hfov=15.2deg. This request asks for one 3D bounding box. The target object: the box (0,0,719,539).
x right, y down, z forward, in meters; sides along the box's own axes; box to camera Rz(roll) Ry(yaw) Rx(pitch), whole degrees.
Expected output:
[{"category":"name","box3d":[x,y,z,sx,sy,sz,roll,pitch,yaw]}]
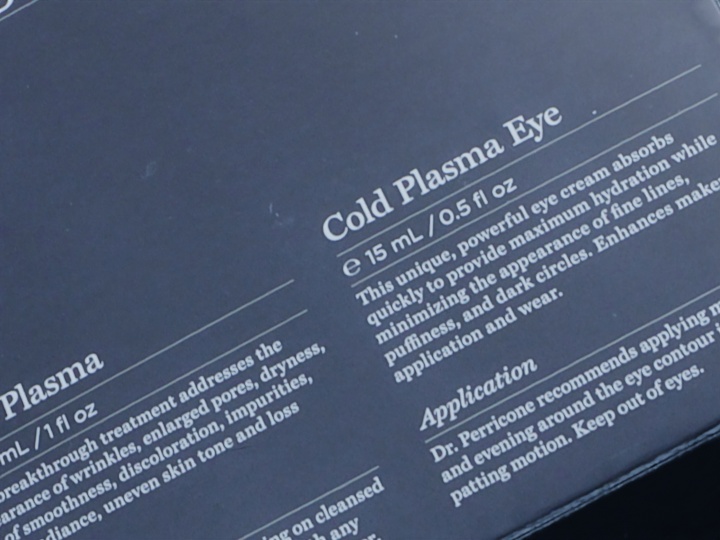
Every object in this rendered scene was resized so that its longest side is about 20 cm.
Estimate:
[{"category":"box","box3d":[-0.002,0.003,0.593,0.183,0.199,0.104,65,4,27]}]
